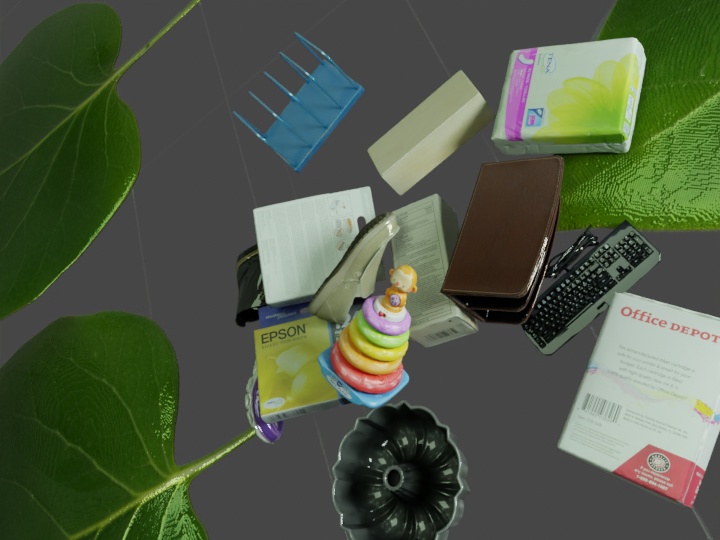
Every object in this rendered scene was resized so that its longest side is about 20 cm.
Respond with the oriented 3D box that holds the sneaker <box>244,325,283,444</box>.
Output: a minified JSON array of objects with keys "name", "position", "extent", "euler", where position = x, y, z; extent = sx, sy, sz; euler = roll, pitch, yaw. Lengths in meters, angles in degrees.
[{"name":"sneaker","position":[-0.131,0.175,1.110],"extent":[0.082,0.081,0.203],"euler":[-6,66,25]}]

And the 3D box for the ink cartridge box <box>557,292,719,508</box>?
[{"name":"ink cartridge box","position":[0.337,0.146,0.793],"extent":[0.146,0.085,0.202],"euler":[19,80,39]}]

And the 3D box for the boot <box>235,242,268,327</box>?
[{"name":"boot","position":[-0.139,0.002,1.178],"extent":[0.199,0.077,0.140],"euler":[-37,39,32]}]

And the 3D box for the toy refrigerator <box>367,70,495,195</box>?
[{"name":"toy refrigerator","position":[0.115,-0.221,1.120],"extent":[0.199,0.070,0.076],"euler":[-39,46,14]}]

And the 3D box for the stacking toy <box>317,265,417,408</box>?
[{"name":"stacking toy","position":[0.030,0.076,0.928],"extent":[0.116,0.109,0.202],"euler":[38,126,21]}]

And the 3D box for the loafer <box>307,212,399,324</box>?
[{"name":"loafer","position":[0.000,0.000,1.034],"extent":[0.201,0.068,0.076],"euler":[-51,9,18]}]

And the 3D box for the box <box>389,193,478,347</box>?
[{"name":"box","position":[0.105,0.000,1.021],"extent":[0.094,0.078,0.203],"euler":[-20,60,27]}]

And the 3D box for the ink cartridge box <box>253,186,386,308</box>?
[{"name":"ink cartridge box","position":[-0.066,-0.038,1.115],"extent":[0.197,0.047,0.163],"euler":[-11,76,3]}]

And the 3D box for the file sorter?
[{"name":"file sorter","position":[-0.121,-0.319,1.290],"extent":[0.201,0.122,0.139],"euler":[-50,52,5]}]

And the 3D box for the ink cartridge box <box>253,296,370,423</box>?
[{"name":"ink cartridge box","position":[-0.067,0.118,1.073],"extent":[0.195,0.047,0.202],"euler":[-15,62,6]}]

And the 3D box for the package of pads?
[{"name":"package of pads","position":[0.303,-0.252,1.003],"extent":[0.198,0.068,0.157],"euler":[6,75,35]}]

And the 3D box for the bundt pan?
[{"name":"bundt pan","position":[0.062,0.284,0.927],"extent":[0.200,0.076,0.205],"euler":[-15,62,30]}]

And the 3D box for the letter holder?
[{"name":"letter holder","position":[0.216,-0.039,0.918],"extent":[0.141,0.100,0.202],"euler":[0,64,49]}]

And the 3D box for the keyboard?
[{"name":"keyboard","position":[0.289,0.012,0.915],"extent":[0.200,0.040,0.104],"euler":[-44,53,10]}]
